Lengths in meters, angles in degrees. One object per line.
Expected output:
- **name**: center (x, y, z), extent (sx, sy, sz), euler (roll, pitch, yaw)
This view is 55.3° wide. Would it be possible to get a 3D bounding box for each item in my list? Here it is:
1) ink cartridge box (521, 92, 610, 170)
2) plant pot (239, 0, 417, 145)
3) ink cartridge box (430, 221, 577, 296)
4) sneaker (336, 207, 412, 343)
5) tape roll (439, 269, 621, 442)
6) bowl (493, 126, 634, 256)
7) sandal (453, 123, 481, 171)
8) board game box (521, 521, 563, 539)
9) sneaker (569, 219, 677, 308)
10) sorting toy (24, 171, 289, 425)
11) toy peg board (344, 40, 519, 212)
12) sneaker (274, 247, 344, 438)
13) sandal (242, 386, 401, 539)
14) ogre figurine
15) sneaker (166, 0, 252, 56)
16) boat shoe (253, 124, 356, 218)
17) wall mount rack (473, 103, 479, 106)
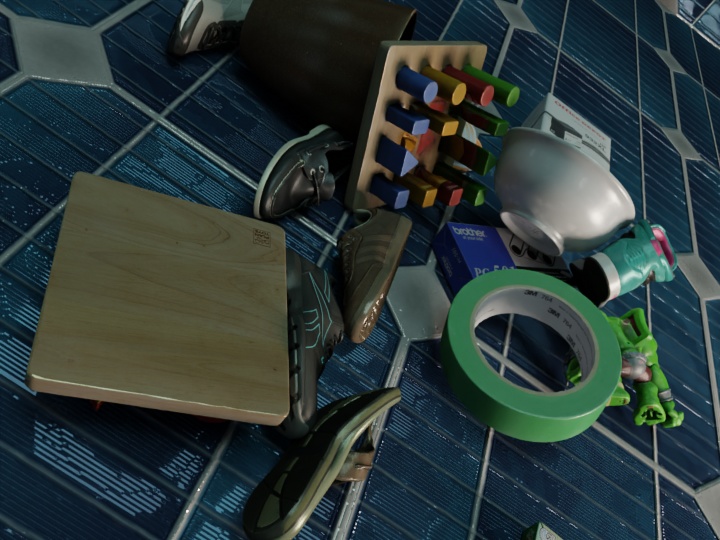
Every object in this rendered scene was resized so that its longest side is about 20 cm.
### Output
- **ink cartridge box**: center (0.334, -0.184, 1.141), extent (0.143, 0.084, 0.202), euler (33, 41, -6)
- **plant pot**: center (-0.049, -0.279, 0.888), extent (0.195, 0.190, 0.189), euler (23, 42, 3)
- **ink cartridge box**: center (0.193, -0.007, 0.914), extent (0.195, 0.044, 0.096), euler (3, 51, -34)
- **sneaker**: center (0.000, 0.000, 0.763), extent (0.074, 0.072, 0.202), euler (19, 38, 6)
- **tape roll**: center (0.188, 0.089, 0.771), extent (0.194, 0.049, 0.204), euler (5, 48, -5)
- **bowl**: center (0.243, -0.083, 0.886), extent (0.199, 0.201, 0.091), euler (37, 84, -3)
- **sandal**: center (0.120, -0.198, 1.014), extent (0.202, 0.059, 0.081), euler (-1, 54, -38)
- **board game box**: center (0.184, 0.349, 0.610), extent (0.133, 0.029, 0.201), euler (37, 41, -2)
- **sneaker**: center (0.350, -0.010, 0.910), extent (0.200, 0.118, 0.086), euler (34, 33, -82)
- **sorting toy**: center (-0.165, 0.036, 0.590), extent (0.195, 0.070, 0.203), euler (15, 47, -24)
- **toy peg board**: center (0.097, -0.164, 0.845), extent (0.097, 0.205, 0.196), euler (34, 34, 32)
- **sneaker**: center (-0.048, 0.063, 0.650), extent (0.078, 0.076, 0.204), euler (20, 44, -27)
- **sandal**: center (-0.027, 0.167, 0.591), extent (0.201, 0.079, 0.058), euler (-44, 109, -46)
- **ogre figurine**: center (0.330, 0.118, 0.868), extent (0.194, 0.099, 0.123), euler (12, 57, -9)
- **sneaker**: center (-0.181, -0.325, 0.894), extent (0.079, 0.074, 0.201), euler (39, 41, -7)
- **boat shoe**: center (-0.055, -0.108, 0.793), extent (0.065, 0.076, 0.200), euler (23, 31, 10)
- **wall mount rack**: center (0.111, -0.279, 1.035), extent (0.195, 0.076, 0.175), euler (17, 23, -21)
